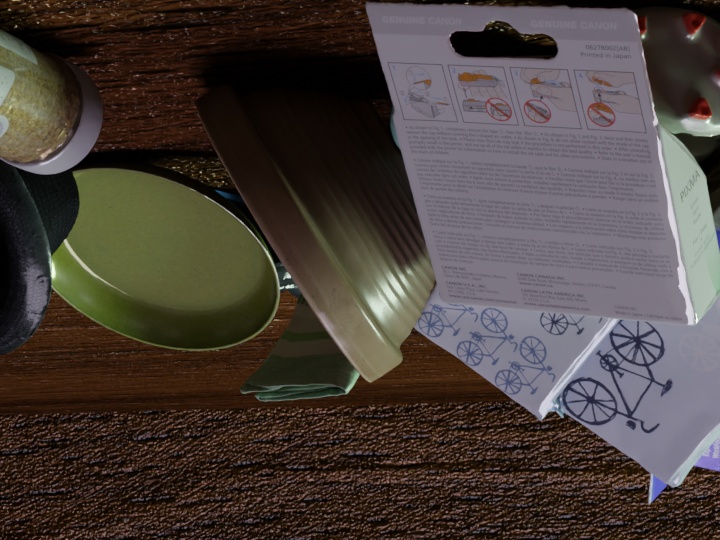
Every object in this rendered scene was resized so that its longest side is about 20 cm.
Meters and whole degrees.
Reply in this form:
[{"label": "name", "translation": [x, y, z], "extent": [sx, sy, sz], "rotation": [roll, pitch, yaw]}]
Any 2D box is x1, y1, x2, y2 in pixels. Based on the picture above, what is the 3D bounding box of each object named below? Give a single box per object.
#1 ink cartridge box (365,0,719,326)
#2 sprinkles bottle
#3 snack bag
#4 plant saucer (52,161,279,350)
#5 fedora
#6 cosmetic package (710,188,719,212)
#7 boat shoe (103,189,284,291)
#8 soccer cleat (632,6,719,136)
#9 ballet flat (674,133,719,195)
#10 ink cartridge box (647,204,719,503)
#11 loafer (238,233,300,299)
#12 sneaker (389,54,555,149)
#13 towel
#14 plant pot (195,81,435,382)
[{"label": "ink cartridge box", "translation": [0.100, -0.065, 1.107], "extent": [0.161, 0.200, 0.050], "rotation": [5, -143, 30]}, {"label": "sprinkles bottle", "translation": [-0.213, -0.103, 1.103], "extent": [0.068, 0.068, 0.200], "rotation": [-4, 170, 20]}, {"label": "snack bag", "translation": [0.146, 0.034, 1.209], "extent": [0.200, 0.021, 0.189], "rotation": [35, 137, 2]}, {"label": "plant saucer", "translation": [-0.152, -0.016, 1.522], "extent": [0.200, 0.031, 0.200], "rotation": [11, 141, 9]}, {"label": "fedora", "translation": [-0.248, -0.040, 1.328], "extent": [0.200, 0.201, 0.092], "rotation": [-10, -163, 46]}, {"label": "cosmetic package", "translation": [0.172, -0.038, 1.420], "extent": [0.200, 0.104, 0.073], "rotation": [-1, 170, -2]}, {"label": "boat shoe", "translation": [-0.117, -0.023, 1.601], "extent": [0.200, 0.069, 0.084], "rotation": [10, 166, -41]}, {"label": "soccer cleat", "translation": [0.203, -0.104, 1.126], "extent": [0.200, 0.069, 0.078], "rotation": [0, 174, -22]}, {"label": "ballet flat", "translation": [0.172, -0.050, 1.281], "extent": [0.200, 0.068, 0.072], "rotation": [-31, 162, -31]}, {"label": "ink cartridge box", "translation": [0.248, 0.026, 1.293], "extent": [0.043, 0.198, 0.200], "rotation": [22, -135, 28]}, {"label": "loafer", "translation": [-0.027, 0.002, 1.628], "extent": [0.068, 0.071, 0.200], "rotation": [18, -164, 34]}, {"label": "sneaker", "translation": [0.114, -0.080, 1.227], "extent": [0.140, 0.078, 0.200], "rotation": [-3, 171, 22]}, {"label": "towel", "translation": [0.000, 0.000, 1.396], "extent": [0.023, 0.200, 0.152], "rotation": [38, 159, -19]}, {"label": "plant pot", "translation": [-0.010, -0.041, 1.241], "extent": [0.093, 0.201, 0.201], "rotation": [-32, 168, 3]}]
